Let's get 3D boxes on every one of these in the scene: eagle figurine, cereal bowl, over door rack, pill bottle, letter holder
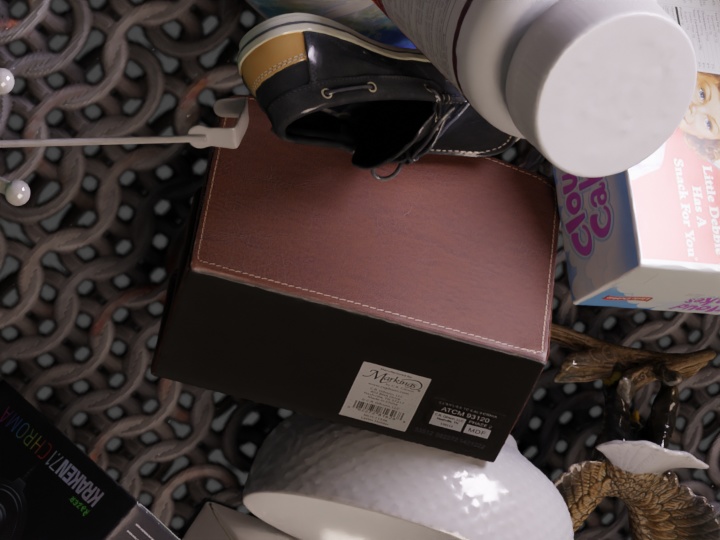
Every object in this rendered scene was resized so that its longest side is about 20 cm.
[{"bbox_3d":[0.158,0.137,1.793,0.151,0.151,0.201,-13,123,-46],"label":"eagle figurine"},{"bbox_3d":[0.034,0.126,1.689,0.200,0.199,0.084,29,71,-39],"label":"cereal bowl"},{"bbox_3d":[-0.157,-0.113,1.465,0.199,0.067,0.148,-8,125,-6],"label":"over door rack"},{"bbox_3d":[0.083,-0.134,1.463,0.109,0.200,0.110,-15,127,-21],"label":"pill bottle"},{"bbox_3d":[0.000,0.000,1.597,0.199,0.143,0.101,15,140,-7],"label":"letter holder"}]

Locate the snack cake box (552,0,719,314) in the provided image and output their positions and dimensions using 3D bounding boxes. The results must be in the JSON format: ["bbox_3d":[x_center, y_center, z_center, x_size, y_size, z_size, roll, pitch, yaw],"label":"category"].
[{"bbox_3d":[0.168,-0.081,1.611,0.114,0.201,0.067,5,158,-32],"label":"snack cake box"}]

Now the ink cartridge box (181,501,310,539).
[{"bbox_3d":[-0.077,0.257,1.764,0.145,0.084,0.200,23,107,-38],"label":"ink cartridge box"}]

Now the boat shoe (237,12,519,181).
[{"bbox_3d":[0.017,-0.083,1.534,0.074,0.063,0.199,-34,149,33],"label":"boat shoe"}]

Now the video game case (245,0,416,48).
[{"bbox_3d":[0.022,-0.203,1.547,0.200,0.045,0.181,-46,129,5],"label":"video game case"}]

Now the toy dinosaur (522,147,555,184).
[{"bbox_3d":[0.042,-0.001,1.684,0.199,0.077,0.103,-29,117,-2],"label":"toy dinosaur"}]

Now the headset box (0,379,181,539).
[{"bbox_3d":[-0.200,0.188,1.571,0.200,0.174,0.093,-48,128,-6],"label":"headset box"}]
